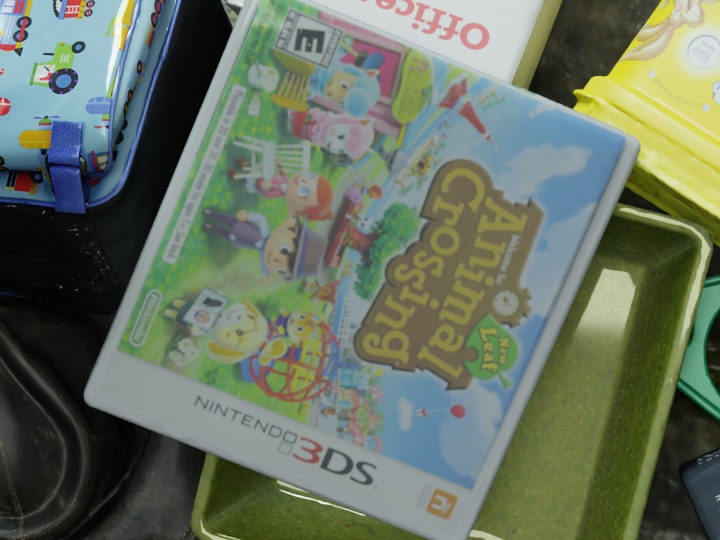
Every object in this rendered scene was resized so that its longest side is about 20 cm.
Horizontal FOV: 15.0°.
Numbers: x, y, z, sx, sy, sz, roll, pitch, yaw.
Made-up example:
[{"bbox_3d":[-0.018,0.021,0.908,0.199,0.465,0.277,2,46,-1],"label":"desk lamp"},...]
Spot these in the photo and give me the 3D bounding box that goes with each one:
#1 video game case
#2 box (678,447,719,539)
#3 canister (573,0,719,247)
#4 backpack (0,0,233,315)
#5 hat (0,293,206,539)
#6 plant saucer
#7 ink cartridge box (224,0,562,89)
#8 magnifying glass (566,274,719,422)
[{"bbox_3d":[0.000,0.000,1.184,0.182,0.022,0.200,22,100,-7],"label":"video game case"},{"bbox_3d":[0.227,0.115,1.142,0.148,0.200,0.107,-24,93,4],"label":"box"},{"bbox_3d":[0.208,-0.104,1.221,0.148,0.087,0.200,35,88,23],"label":"canister"},{"bbox_3d":[-0.175,-0.084,1.237,0.200,0.135,0.183,7,59,16],"label":"backpack"},{"bbox_3d":[-0.163,0.069,1.261,0.200,0.081,0.201,-1,85,8],"label":"hat"},{"bbox_3d":[0.043,0.051,1.241,0.200,0.048,0.200,15,97,10],"label":"plant saucer"},{"bbox_3d":[0.038,-0.187,1.257,0.144,0.084,0.200,21,87,9],"label":"ink cartridge box"},{"bbox_3d":[0.136,0.026,1.260,0.200,0.022,0.080,12,87,6],"label":"magnifying glass"}]
